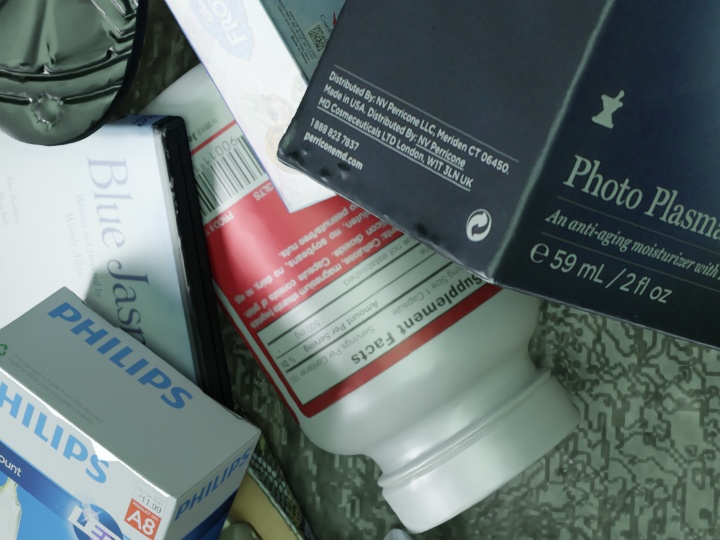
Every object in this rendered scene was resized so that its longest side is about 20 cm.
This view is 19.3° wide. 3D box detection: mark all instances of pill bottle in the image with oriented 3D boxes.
[{"bbox_3d":[0.000,0.000,0.857,0.112,0.112,0.200,-33,90,10],"label":"pill bottle"}]

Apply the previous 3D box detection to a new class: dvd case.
[{"bbox_3d":[-0.143,0.005,0.871,0.199,0.018,0.143,3,111,32],"label":"dvd case"}]

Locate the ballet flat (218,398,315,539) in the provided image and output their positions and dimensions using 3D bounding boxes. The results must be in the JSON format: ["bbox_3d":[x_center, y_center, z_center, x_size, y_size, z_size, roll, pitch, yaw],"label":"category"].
[{"bbox_3d":[-0.059,0.109,0.898,0.072,0.072,0.201,-37,89,10],"label":"ballet flat"}]

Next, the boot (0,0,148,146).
[{"bbox_3d":[-0.107,-0.151,0.833,0.073,0.162,0.199,-5,95,8],"label":"boot"}]

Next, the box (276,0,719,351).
[{"bbox_3d":[0.111,-0.086,0.700,0.123,0.200,0.199,31,102,46],"label":"box"}]

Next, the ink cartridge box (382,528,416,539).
[{"bbox_3d":[0.040,0.225,0.874,0.200,0.050,0.162,37,99,-15],"label":"ink cartridge box"}]

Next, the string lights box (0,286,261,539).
[{"bbox_3d":[-0.120,0.116,0.859,0.103,0.059,0.200,35,130,16],"label":"string lights box"}]

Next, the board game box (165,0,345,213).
[{"bbox_3d":[-0.013,-0.153,0.789,0.041,0.199,0.200,-21,104,39],"label":"board game box"}]
